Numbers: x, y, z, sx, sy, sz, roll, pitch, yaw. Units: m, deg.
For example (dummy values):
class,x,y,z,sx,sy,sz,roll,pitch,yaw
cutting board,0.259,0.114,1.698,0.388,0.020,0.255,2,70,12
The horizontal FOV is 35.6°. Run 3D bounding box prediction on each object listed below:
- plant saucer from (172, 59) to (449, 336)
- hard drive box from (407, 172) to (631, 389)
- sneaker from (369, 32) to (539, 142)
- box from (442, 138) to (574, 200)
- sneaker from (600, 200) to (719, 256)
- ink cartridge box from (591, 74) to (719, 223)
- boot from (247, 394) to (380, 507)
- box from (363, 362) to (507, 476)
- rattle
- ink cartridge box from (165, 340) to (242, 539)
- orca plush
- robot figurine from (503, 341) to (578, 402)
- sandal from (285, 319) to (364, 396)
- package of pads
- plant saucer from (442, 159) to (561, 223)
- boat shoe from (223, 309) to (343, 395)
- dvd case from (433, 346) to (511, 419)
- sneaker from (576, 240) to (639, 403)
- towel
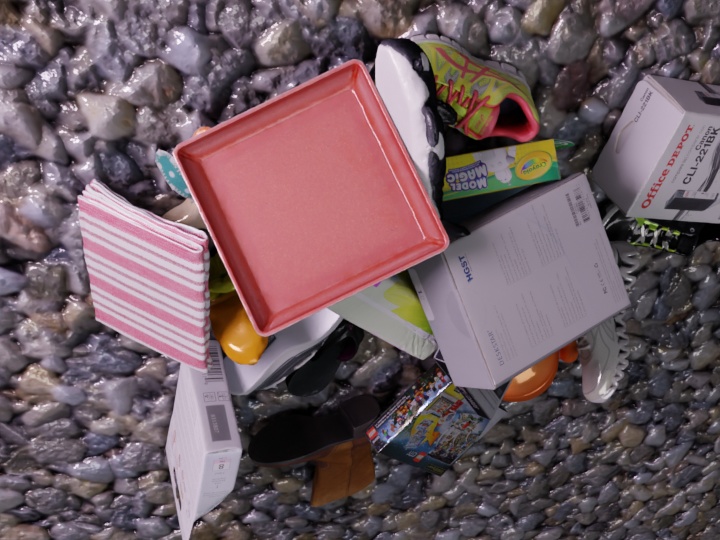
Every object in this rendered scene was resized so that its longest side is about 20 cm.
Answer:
class,x,y,z,sx,sy,sz,roll,pitch,yaw
plant saucer,-0.046,-0.067,1.059,0.200,0.200,0.037,-26,176,0
hard drive box,0.165,0.009,1.160,0.200,0.077,0.156,-26,100,-27
sneaker,0.101,-0.174,1.114,0.200,0.090,0.078,4,133,-29
box,0.119,-0.102,1.184,0.200,0.117,0.049,-13,95,-16
sneaker,0.386,-0.056,1.393,0.200,0.083,0.072,-11,137,-17
ink cartridge box,0.392,-0.137,1.305,0.200,0.084,0.145,3,128,-29
boot,-0.062,0.260,1.526,0.188,0.069,0.200,-24,147,-22
box,0.106,0.207,1.524,0.137,0.038,0.200,-44,147,8
rattle,-0.147,-0.020,1.116,0.130,0.143,0.200,4,139,-11
ink cartridge box,-0.186,0.207,1.316,0.057,0.163,0.200,-4,136,-17
orca plush,0.072,-0.128,1.059,0.071,0.105,0.200,-25,101,-22
robot figurine,0.194,0.105,1.413,0.117,0.144,0.200,-65,166,-4
sandal,-0.030,0.092,1.361,0.075,0.048,0.201,1,133,-29
package of pads,0.000,0.000,1.197,0.068,0.155,0.200,-46,136,11
plant saucer,0.132,-0.085,1.281,0.200,0.019,0.070,-14,138,-15
boat shoe,-0.077,0.078,1.305,0.200,0.072,0.068,-44,155,21
dvd case,0.160,0.049,1.253,0.200,0.025,0.150,-59,143,-16
sneaker,0.280,0.058,1.349,0.081,0.201,0.075,10,169,-17
towel,-0.210,0.011,1.126,0.030,0.146,0.200,-51,158,-38
